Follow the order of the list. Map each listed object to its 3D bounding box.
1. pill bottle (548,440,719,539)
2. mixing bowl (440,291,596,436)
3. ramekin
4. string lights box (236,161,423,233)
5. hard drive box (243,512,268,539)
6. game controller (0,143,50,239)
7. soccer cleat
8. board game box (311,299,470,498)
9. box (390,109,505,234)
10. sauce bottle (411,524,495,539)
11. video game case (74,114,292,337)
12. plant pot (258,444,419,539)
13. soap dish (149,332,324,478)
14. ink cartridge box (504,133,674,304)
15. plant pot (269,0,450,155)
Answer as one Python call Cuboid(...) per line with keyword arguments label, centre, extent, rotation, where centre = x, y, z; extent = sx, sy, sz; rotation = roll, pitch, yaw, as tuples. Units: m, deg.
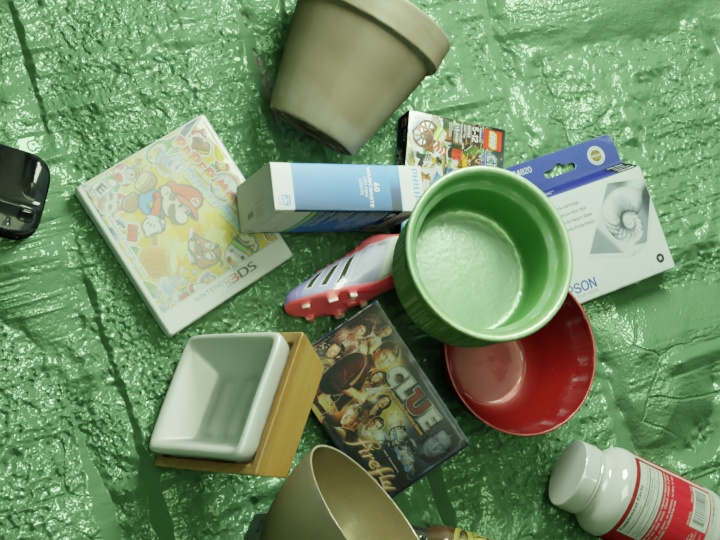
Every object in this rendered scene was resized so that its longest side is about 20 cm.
Cuboid(label="pill bottle", centre=(0.336, 0.287, 1.632), extent=(0.199, 0.112, 0.113), rotation=(26, 71, -13))
Cuboid(label="mixing bowl", centre=(0.174, 0.105, 1.610), extent=(0.198, 0.108, 0.203), rotation=(4, 77, -19))
Cuboid(label="ramekin", centre=(0.132, -0.008, 1.510), extent=(0.198, 0.098, 0.202), rotation=(4, 74, -15))
Cuboid(label="string lights box", centre=(-0.034, -0.083, 1.561), extent=(0.198, 0.103, 0.060), rotation=(-1, 78, -29))
Cuboid(label="hard drive box", centre=(-0.083, 0.393, 1.472), extent=(0.155, 0.077, 0.201), rotation=(29, 70, -12))
Cuboid(label="game controller", centre=(-0.445, -0.104, 1.465), extent=(0.198, 0.042, 0.105), rotation=(17, 59, -17))
Cuboid(label="soccer cleat", centre=(0.000, 0.000, 1.578), extent=(0.198, 0.067, 0.077), rotation=(-19, 66, 0))
Cuboid(label="board game box", centre=(0.019, 0.155, 1.556), extent=(0.135, 0.035, 0.201), rotation=(-34, 92, 0))
Cuboid(label="box", centre=(0.109, -0.089, 1.664), extent=(0.135, 0.038, 0.202), rotation=(8, 76, -18))
Cuboid(label="sauce bottle", centre=(0.116, 0.338, 1.565), extent=(0.198, 0.065, 0.065), rotation=(19, 73, -16))
Cuboid(label="video game case", centre=(-0.203, -0.054, 1.548), extent=(0.181, 0.023, 0.201), rotation=(-34, 92, -23))
Cuboid(label="plant pot", centre=(-0.033, 0.303, 1.383), extent=(0.134, 0.200, 0.201), rotation=(-40, 95, 11))
Cuboid(label="soap dish", centre=(-0.134, 0.149, 1.447), extent=(0.081, 0.199, 0.159), rotation=(32, 67, -34))
Cuboid(label="ink cartridge box", centre=(0.293, -0.065, 1.727), extent=(0.198, 0.041, 0.202), rotation=(-20, 86, -23))
Cuboid(label="plant pot", centre=(-0.018, -0.240, 1.583), extent=(0.199, 0.200, 0.175), rotation=(29, 88, -13))
